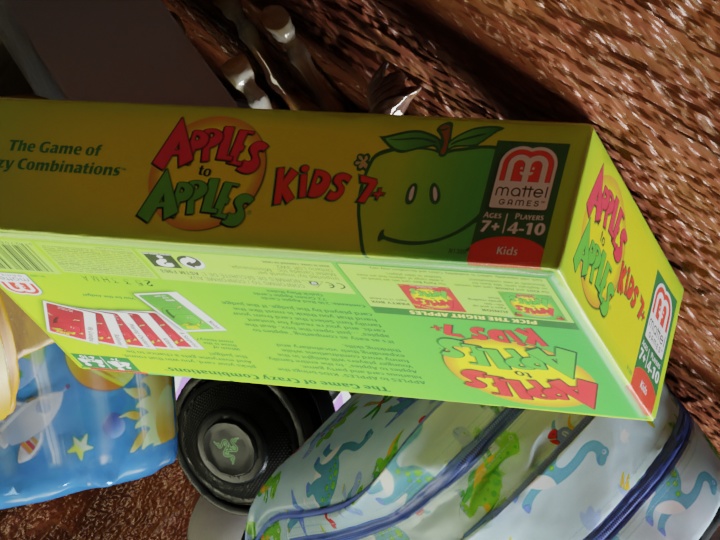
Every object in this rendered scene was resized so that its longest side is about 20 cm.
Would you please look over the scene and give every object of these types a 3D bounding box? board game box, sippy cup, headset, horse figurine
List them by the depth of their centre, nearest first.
[{"bbox_3d":[-0.014,-0.004,0.835,0.199,0.048,0.102,4,155,25],"label":"board game box"},{"bbox_3d":[-0.010,-0.039,0.992,0.133,0.050,0.200,53,173,-18],"label":"horse figurine"},{"bbox_3d":[-0.128,0.021,1.069,0.177,0.139,0.131,-10,93,39],"label":"sippy cup"},{"bbox_3d":[-0.049,0.060,1.187,0.199,0.094,0.124,29,-152,-10],"label":"headset"}]

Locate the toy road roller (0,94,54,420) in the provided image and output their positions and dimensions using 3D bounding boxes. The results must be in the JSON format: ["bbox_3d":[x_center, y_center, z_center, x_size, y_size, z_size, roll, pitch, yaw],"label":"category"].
[{"bbox_3d":[-0.171,-0.001,0.958,0.200,0.146,0.123,21,130,61],"label":"toy road roller"}]

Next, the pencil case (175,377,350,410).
[{"bbox_3d":[-0.056,0.043,1.310,0.199,0.085,0.084,10,-119,-45],"label":"pencil case"}]

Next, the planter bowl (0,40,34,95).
[{"bbox_3d":[-0.200,-0.113,1.133,0.134,0.201,0.200,10,158,26],"label":"planter bowl"}]

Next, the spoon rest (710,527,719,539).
[{"bbox_3d":[0.116,0.111,1.162,0.099,0.061,0.200,21,173,-23],"label":"spoon rest"}]

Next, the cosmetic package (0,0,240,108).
[{"bbox_3d":[-0.096,-0.084,0.985,0.200,0.051,0.083,54,168,33],"label":"cosmetic package"}]

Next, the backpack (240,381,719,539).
[{"bbox_3d":[0.046,0.085,1.024,0.200,0.163,0.154,16,139,61],"label":"backpack"}]

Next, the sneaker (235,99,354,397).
[{"bbox_3d":[0.000,0.000,1.158,0.200,0.074,0.080,49,-174,-13],"label":"sneaker"}]

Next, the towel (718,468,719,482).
[{"bbox_3d":[0.213,0.145,0.935,0.200,0.030,0.146,46,173,-30],"label":"towel"}]

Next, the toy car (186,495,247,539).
[{"bbox_3d":[-0.015,0.141,1.489,0.177,0.200,0.184,43,174,-5],"label":"toy car"}]
